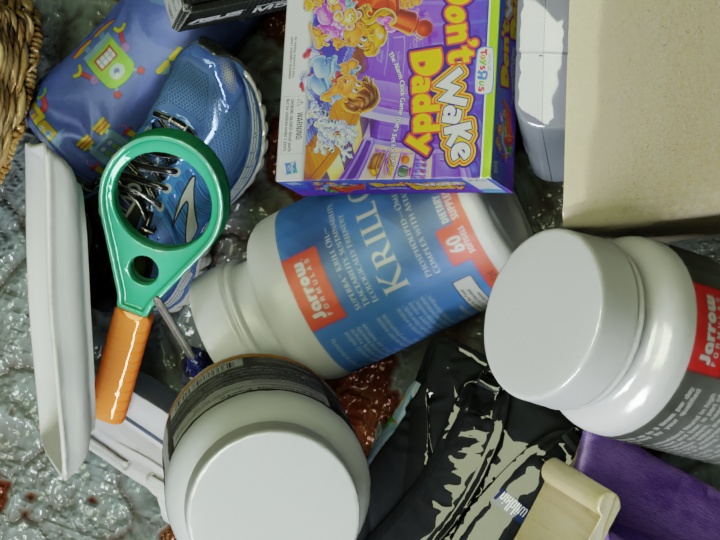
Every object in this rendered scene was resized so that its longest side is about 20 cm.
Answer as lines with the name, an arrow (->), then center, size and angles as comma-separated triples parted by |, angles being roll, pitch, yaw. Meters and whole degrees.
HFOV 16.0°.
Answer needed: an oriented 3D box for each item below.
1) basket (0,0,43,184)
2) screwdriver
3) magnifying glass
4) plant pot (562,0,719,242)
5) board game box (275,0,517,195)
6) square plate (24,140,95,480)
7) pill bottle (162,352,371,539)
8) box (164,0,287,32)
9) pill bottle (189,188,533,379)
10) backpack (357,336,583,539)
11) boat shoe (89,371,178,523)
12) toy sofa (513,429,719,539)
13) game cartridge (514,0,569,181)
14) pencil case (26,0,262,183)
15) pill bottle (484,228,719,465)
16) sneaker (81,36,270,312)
basket -> -0.280, -0.097, 1.669 | 0.142, 0.149, 0.200 | 22, 92, 15
screwdriver -> -0.102, 0.048, 1.573 | 0.029, 0.200, 0.028 | 1, 71, 2
magnifying glass -> -0.134, 0.005, 1.578 | 0.079, 0.022, 0.200 | 20, 117, 6
plant pot -> 0.213, -0.114, 1.485 | 0.177, 0.200, 0.200 | 2, 87, 8
board game box -> 0.025, -0.147, 1.513 | 0.134, 0.045, 0.201 | 0, 80, 21
square plate -> -0.188, 0.019, 1.604 | 0.028, 0.198, 0.201 | -3, 94, -10
pill bottle -> -0.055, 0.118, 1.466 | 0.116, 0.200, 0.117 | -1, 98, -5
box -> -0.051, -0.263, 1.600 | 0.193, 0.048, 0.200 | -14, 80, -17
pill bottle -> 0.000, 0.000, 1.582 | 0.200, 0.112, 0.112 | -27, 78, 15
backpack -> 0.059, 0.168, 1.546 | 0.163, 0.154, 0.200 | 31, 80, 10
boat shoe -> -0.099, 0.138, 1.635 | 0.200, 0.074, 0.065 | 36, 103, 28
toy sofa -> 0.194, 0.170, 1.465 | 0.200, 0.083, 0.098 | 29, 91, -21
game cartridge -> 0.115, -0.166, 1.526 | 0.040, 0.133, 0.201 | 3, 76, 5
pencil case -> -0.132, -0.149, 1.654 | 0.087, 0.078, 0.200 | 43, 100, 11
pill bottle -> 0.176, 0.045, 1.443 | 0.114, 0.200, 0.114 | -23, 60, 47
sneaker -> -0.122, -0.052, 1.607 | 0.078, 0.089, 0.200 | 33, 119, 25
